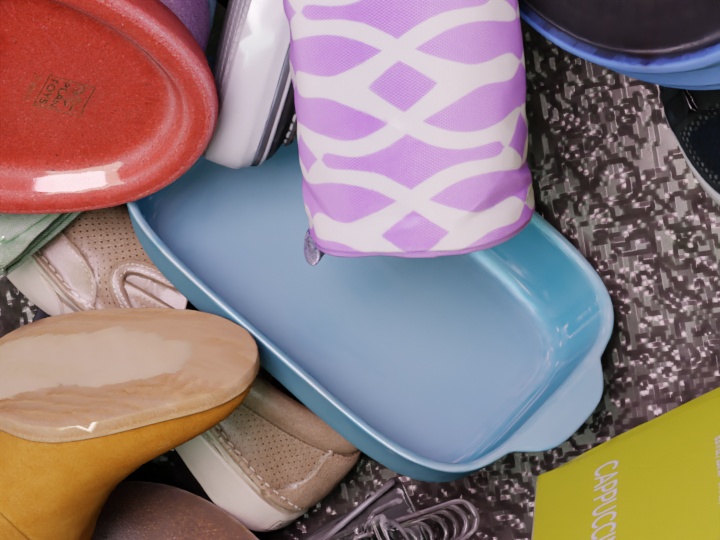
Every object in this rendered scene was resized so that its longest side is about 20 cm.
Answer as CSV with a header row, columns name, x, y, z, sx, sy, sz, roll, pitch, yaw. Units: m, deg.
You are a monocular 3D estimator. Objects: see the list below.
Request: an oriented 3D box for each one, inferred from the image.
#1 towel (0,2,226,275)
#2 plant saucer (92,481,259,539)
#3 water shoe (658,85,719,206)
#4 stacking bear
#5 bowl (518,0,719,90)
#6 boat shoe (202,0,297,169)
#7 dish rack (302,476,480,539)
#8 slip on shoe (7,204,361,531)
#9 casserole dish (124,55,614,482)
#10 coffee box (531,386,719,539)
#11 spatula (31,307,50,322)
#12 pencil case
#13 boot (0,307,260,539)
name,x,y,z,sx,sy,sz,roll,pitch,yaw
towel,-0.161,-0.101,0.926,0.200,0.023,0.153,37,63,15
plant saucer,-0.084,0.183,0.938,0.200,0.032,0.201,6,99,40
water shoe,0.127,-0.111,0.848,0.071,0.079,0.201,-8,93,19
stacking bear,-0.109,-0.130,0.880,0.113,0.200,0.122,14,137,-23
bowl,0.103,-0.158,0.786,0.200,0.039,0.201,8,102,45
boat shoe,0.002,-0.125,0.872,0.071,0.072,0.200,22,87,-11
dish rack,0.034,0.141,0.797,0.054,0.200,0.154,-24,84,-13
slip on shoe,-0.075,0.008,0.927,0.061,0.076,0.200,-40,86,30
casserole dish,0.000,0.000,0.894,0.200,0.121,0.039,40,147,11
coffee box,0.180,0.139,0.756,0.200,0.200,0.198,-27,105,14
spatula,-0.150,0.079,0.991,0.056,0.021,0.200,27,102,10
pencil case,0.014,-0.100,0.806,0.084,0.086,0.201,2,110,19
boot,-0.115,0.098,0.886,0.201,0.071,0.144,-13,122,9
